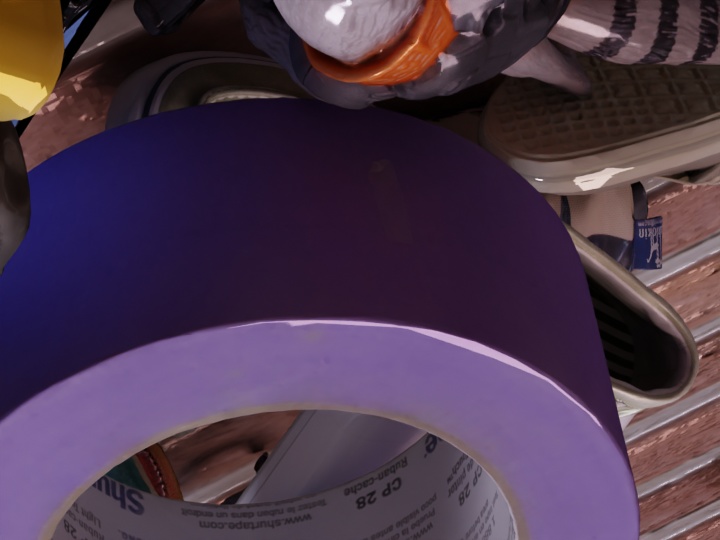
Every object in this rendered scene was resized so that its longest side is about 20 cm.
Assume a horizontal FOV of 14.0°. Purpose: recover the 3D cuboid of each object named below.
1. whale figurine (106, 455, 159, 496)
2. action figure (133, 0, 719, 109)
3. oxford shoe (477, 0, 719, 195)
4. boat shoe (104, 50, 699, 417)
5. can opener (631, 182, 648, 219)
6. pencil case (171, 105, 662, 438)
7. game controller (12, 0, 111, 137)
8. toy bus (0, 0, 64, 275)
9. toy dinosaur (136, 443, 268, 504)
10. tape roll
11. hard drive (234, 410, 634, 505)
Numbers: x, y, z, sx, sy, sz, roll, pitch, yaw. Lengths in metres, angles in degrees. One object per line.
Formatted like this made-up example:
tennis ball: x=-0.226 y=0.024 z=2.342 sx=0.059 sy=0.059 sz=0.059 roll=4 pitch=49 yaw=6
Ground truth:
whale figurine: x=-0.128 y=0.161 z=1.062 sx=0.104 sy=0.159 sz=0.200 roll=5 pitch=122 yaw=-54
action figure: x=0.049 y=-0.097 z=0.772 sx=0.200 sy=0.105 sz=0.193 roll=-39 pitch=166 yaw=36
oxford shoe: x=0.110 y=-0.051 z=0.937 sx=0.200 sy=0.075 sz=0.058 roll=-25 pitch=133 yaw=-46
boat shoe: x=0.018 y=-0.012 z=0.877 sx=0.199 sy=0.072 sz=0.062 roll=26 pitch=161 yaw=-28
can opener: x=0.062 y=0.035 z=1.139 sx=0.078 sy=0.064 sz=0.200 roll=-18 pitch=157 yaw=-23
pencil case: x=0.000 y=0.000 z=0.948 sx=0.199 sy=0.090 sz=0.078 roll=-12 pitch=168 yaw=-33
game controller: x=-0.112 y=-0.030 z=0.762 sx=0.200 sy=0.042 sz=0.105 roll=-48 pitch=-172 yaw=51
toy bus: x=-0.185 y=-0.041 z=0.613 sx=0.191 sy=0.136 sz=0.200 roll=15 pitch=134 yaw=-38
toy dinosaur: x=-0.085 y=0.158 z=1.181 sx=0.200 sy=0.105 sz=0.182 roll=35 pitch=101 yaw=-30
tape roll: x=-0.026 y=0.053 z=0.820 sx=0.199 sy=0.085 sz=0.201 roll=-5 pitch=135 yaw=-5
hard drive: x=-0.008 y=0.110 z=0.980 sx=0.132 sy=0.026 sz=0.200 roll=7 pitch=126 yaw=-47
